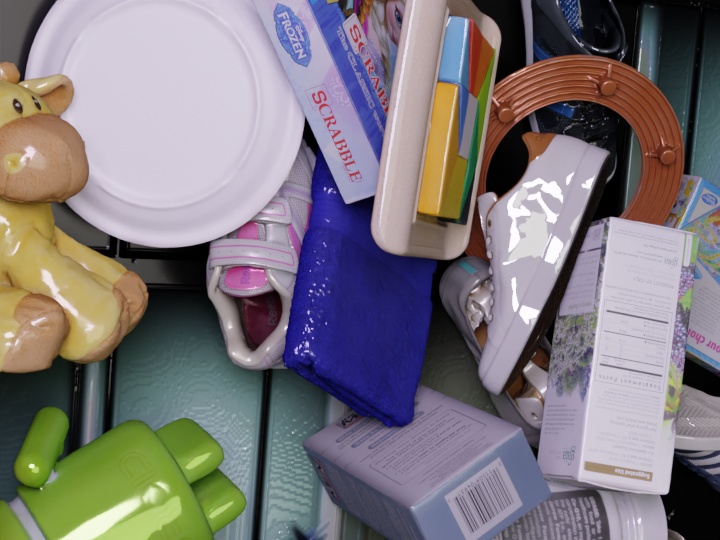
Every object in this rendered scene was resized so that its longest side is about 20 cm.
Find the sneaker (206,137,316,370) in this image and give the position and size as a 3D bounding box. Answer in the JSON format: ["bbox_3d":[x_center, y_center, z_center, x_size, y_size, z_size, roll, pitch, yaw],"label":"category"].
[{"bbox_3d":[-0.070,-0.018,1.109,0.080,0.088,0.203,-6,101,14],"label":"sneaker"}]

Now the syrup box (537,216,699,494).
[{"bbox_3d":[0.197,0.067,1.188,0.080,0.079,0.203,10,82,-16],"label":"syrup box"}]

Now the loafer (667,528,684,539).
[{"bbox_3d":[0.298,0.292,1.352,0.070,0.075,0.201,-44,117,-25],"label":"loafer"}]

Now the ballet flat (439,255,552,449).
[{"bbox_3d":[0.129,0.077,1.241,0.067,0.064,0.201,-38,111,-11],"label":"ballet flat"}]

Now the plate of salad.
[{"bbox_3d":[-0.134,-0.118,1.070,0.197,0.048,0.203,1,99,6],"label":"plate of salad"}]

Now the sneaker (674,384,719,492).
[{"bbox_3d":[0.291,0.150,1.326,0.197,0.075,0.085,7,129,-11],"label":"sneaker"}]

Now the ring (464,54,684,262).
[{"bbox_3d":[0.162,-0.072,1.217,0.198,0.019,0.203,-5,120,-9],"label":"ring"}]

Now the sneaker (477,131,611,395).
[{"bbox_3d":[0.118,-0.009,1.175,0.084,0.073,0.202,22,90,15],"label":"sneaker"}]

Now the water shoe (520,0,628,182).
[{"bbox_3d":[0.172,-0.158,1.220,0.071,0.079,0.202,-20,105,-20],"label":"water shoe"}]

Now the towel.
[{"bbox_3d":[0.000,0.000,1.128,0.147,0.049,0.202,35,55,-46],"label":"towel"}]

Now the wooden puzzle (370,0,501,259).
[{"bbox_3d":[0.062,-0.100,1.078,0.037,0.200,0.188,10,92,17],"label":"wooden puzzle"}]

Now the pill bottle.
[{"bbox_3d":[0.137,0.214,1.236,0.198,0.114,0.115,-1,98,-24],"label":"pill bottle"}]

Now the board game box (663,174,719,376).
[{"bbox_3d":[0.327,0.022,1.340,0.199,0.034,0.136,29,85,-25],"label":"board game box"}]

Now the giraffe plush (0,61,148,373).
[{"bbox_3d":[-0.230,-0.046,1.001,0.198,0.173,0.164,17,105,5],"label":"giraffe plush"}]

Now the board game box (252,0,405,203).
[{"bbox_3d":[-0.002,-0.180,1.093,0.202,0.041,0.200,65,29,-19],"label":"board game box"}]

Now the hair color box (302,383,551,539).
[{"bbox_3d":[0.044,0.145,1.136,0.098,0.200,0.061,-33,109,-17],"label":"hair color box"}]

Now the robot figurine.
[{"bbox_3d":[-0.183,0.184,1.085,0.199,0.115,0.177,-31,117,-17],"label":"robot figurine"}]
